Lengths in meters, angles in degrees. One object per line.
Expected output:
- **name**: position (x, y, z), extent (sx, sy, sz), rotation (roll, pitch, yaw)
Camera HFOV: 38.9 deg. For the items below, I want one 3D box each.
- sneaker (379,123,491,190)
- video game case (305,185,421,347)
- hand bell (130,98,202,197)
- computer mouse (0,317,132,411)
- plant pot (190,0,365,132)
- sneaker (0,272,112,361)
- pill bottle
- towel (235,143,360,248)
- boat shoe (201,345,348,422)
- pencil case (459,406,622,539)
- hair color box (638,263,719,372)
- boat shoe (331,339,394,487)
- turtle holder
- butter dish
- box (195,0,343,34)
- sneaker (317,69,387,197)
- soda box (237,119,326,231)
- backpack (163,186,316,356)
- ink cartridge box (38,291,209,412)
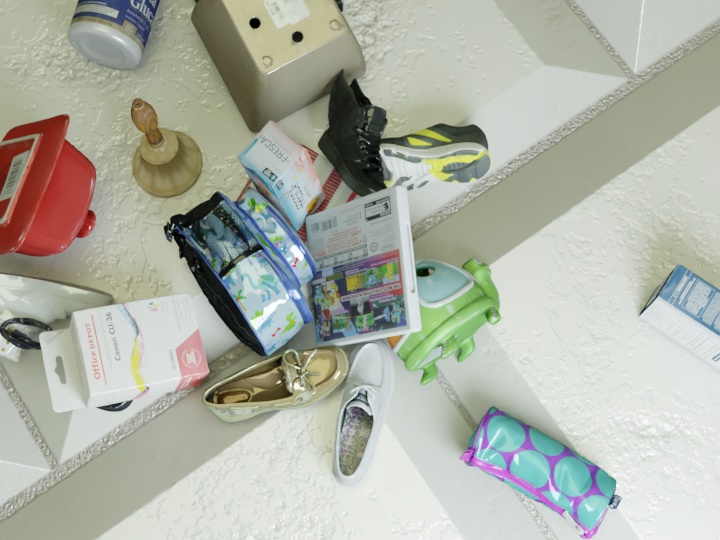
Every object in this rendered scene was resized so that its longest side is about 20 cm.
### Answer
- **sneaker**: position (0.090, -0.166, 1.455), extent (0.197, 0.075, 0.085), rotation (2, 41, 11)
- **video game case**: position (0.000, 0.000, 1.335), extent (0.023, 0.199, 0.185), rotation (0, 80, -39)
- **hand bell**: position (-0.284, -0.184, 1.389), extent (0.103, 0.200, 0.106), rotation (0, 73, 1)
- **computer mouse**: position (-0.391, 0.125, 1.362), extent (0.199, 0.034, 0.059), rotation (36, 68, -8)
- **plant pot**: position (-0.112, -0.339, 1.419), extent (0.198, 0.177, 0.201), rotation (-29, 90, -6)
- **sneaker**: position (-0.442, 0.069, 1.392), extent (0.197, 0.074, 0.117), rotation (8, 88, -1)
- **pill bottle**: position (-0.351, -0.412, 1.503), extent (0.110, 0.111, 0.203), rotation (12, 74, 4)
- **towel**: position (-0.069, -0.091, 1.452), extent (0.198, 0.023, 0.145), rotation (29, 78, 11)
- **boat shoe**: position (-0.111, 0.150, 1.346), extent (0.198, 0.063, 0.074), rotation (-22, 71, 4)
- **pencil case**: position (0.231, 0.260, 1.309), extent (0.199, 0.086, 0.093), rotation (30, 48, 10)
- **hair color box**: position (0.479, 0.083, 1.351), extent (0.199, 0.100, 0.061), rotation (35, 75, 10)
- **boat shoe**: position (-0.001, 0.181, 1.344), extent (0.071, 0.069, 0.202), rotation (16, 74, 6)
- **turtle holder**: position (0.110, 0.045, 1.347), extent (0.185, 0.141, 0.132), rotation (-37, 75, -8)
- **butter dish**: position (-0.431, -0.092, 1.401), extent (0.198, 0.147, 0.202), rotation (-1, 66, 47)
- **box**: position (-0.143, -0.415, 1.541), extent (0.198, 0.036, 0.144), rotation (-26, 76, -5)
- **sneaker**: position (0.002, -0.182, 1.396), extent (0.105, 0.060, 0.200), rotation (-54, 45, 17)
- **soda box**: position (-0.100, -0.121, 1.347), extent (0.063, 0.200, 0.069), rotation (39, 82, 14)
- **backpack**: position (-0.139, -0.001, 1.342), extent (0.146, 0.183, 0.201), rotation (-35, 81, -8)
- **ink cartridge box**: position (-0.312, 0.108, 1.339), extent (0.198, 0.068, 0.118), rotation (-10, 73, -24)
